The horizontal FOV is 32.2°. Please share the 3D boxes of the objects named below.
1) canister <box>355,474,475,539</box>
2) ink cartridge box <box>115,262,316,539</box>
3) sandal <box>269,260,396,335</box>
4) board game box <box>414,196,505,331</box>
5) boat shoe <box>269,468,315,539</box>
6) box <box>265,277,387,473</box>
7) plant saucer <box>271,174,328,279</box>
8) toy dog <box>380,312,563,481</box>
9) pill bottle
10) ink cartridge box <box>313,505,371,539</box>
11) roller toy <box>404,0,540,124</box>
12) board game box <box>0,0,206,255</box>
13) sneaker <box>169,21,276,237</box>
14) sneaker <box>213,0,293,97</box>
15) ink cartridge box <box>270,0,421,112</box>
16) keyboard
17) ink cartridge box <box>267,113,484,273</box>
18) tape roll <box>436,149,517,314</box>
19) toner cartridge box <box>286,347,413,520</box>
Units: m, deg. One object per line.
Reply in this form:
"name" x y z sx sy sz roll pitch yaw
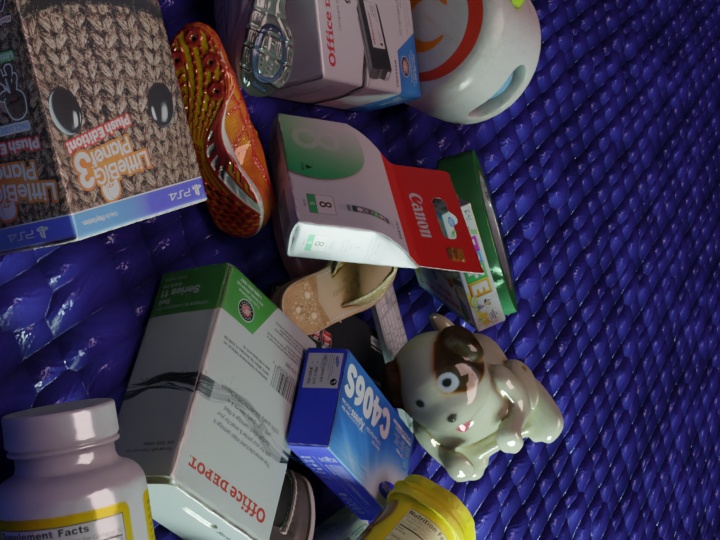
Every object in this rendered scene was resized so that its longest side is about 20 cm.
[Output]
"canister" 0.016 0.307 1.142 0.200 0.086 0.149 -43 144 -33
"ink cartridge box" -0.125 0.119 1.064 0.147 0.082 0.201 48 44 -43
"sandal" 0.002 0.005 1.204 0.211 0.069 0.078 -34 104 -47
"board game box" 0.090 -0.025 1.373 0.200 0.034 0.135 -139 -151 -69
"boat shoe" -0.096 0.257 1.093 0.060 0.072 0.203 56 44 -43
"box" -0.033 0.120 1.249 0.200 0.046 0.160 38 52 -50
"plant saucer" -0.018 -0.059 1.310 0.200 0.050 0.203 19 67 -55
"toy dog" 0.108 0.119 1.295 0.200 0.139 0.196 25 48 -63
"pill bottle" -0.203 0.198 0.896 0.111 0.110 0.202 -8 91 -58
"ink cartridge box" 0.011 0.339 1.274 0.198 0.043 0.202 -25 103 -57
"roller toy" 0.107 -0.267 1.436 0.139 0.199 0.184 12 86 -57
"board game box" -0.222 -0.129 0.950 0.159 0.096 0.202 -26 105 -57
"sneaker" -0.130 -0.130 1.143 0.077 0.072 0.202 -65 145 -64
"sneaker" -0.101 -0.265 1.154 0.074 0.087 0.202 10 94 -44
"ink cartridge box" -0.025 -0.252 1.309 0.199 0.084 0.146 -3 85 -58
"keyboard" 0.036 0.074 1.317 0.056 0.011 0.202 -42 122 -56
"ink cartridge box" 0.017 -0.073 1.197 0.198 0.050 0.162 4 42 -17
"tape roll" 0.141 -0.042 1.498 0.200 0.048 0.202 -16 90 -80
"toner cartridge box" -0.005 0.158 1.169 0.200 0.043 0.096 56 41 -54
